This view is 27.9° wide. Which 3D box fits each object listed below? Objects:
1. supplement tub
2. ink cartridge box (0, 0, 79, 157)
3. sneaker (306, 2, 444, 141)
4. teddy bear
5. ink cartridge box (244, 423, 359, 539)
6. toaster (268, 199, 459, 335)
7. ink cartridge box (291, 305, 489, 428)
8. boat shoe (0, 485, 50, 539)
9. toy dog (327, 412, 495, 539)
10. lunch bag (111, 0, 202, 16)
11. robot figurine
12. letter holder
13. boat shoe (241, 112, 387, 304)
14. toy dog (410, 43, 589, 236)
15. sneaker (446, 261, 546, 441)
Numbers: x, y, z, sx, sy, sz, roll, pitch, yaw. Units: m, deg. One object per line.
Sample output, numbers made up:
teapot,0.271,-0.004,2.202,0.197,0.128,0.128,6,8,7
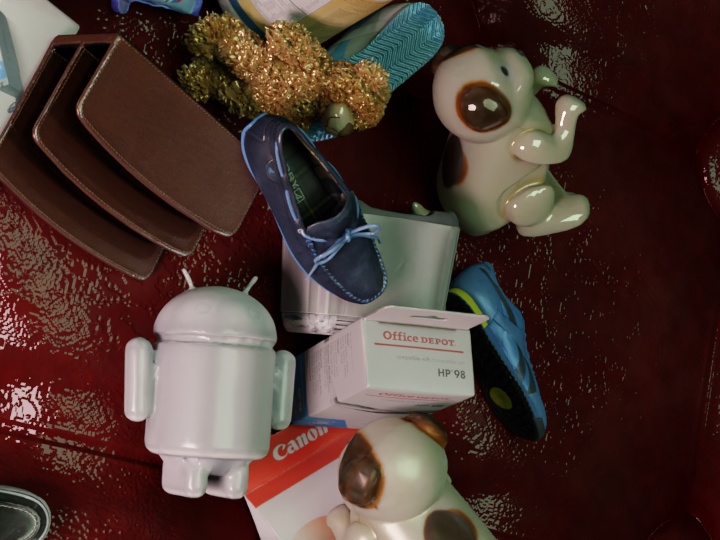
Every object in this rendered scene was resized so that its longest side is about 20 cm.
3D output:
supplement tub,-0.029,-0.297,1.327,0.144,0.199,0.146,18,62,-38
ink cartridge box,-0.357,-0.176,1.206,0.176,0.045,0.201,37,68,-28
sneaker,-0.011,-0.192,1.427,0.199,0.081,0.077,-34,108,-10
teddy bear,-0.073,-0.169,1.326,0.199,0.145,0.067,29,37,-14
ink cartridge box,-0.029,0.212,1.403,0.162,0.050,0.202,-27,105,-33
toaster,0.000,0.000,1.397,0.199,0.113,0.130,7,86,-32
ink cartridge box,0.026,0.094,1.341,0.115,0.200,0.067,6,70,-26
boat shoe,-0.340,0.215,1.179,0.198,0.068,0.074,4,85,-34
toy dog,0.045,0.231,1.313,0.139,0.194,0.201,-30,104,-20
lunch bag,-0.199,-0.332,1.310,0.150,0.094,0.202,13,94,-31
robot figurine,-0.134,0.102,1.299,0.169,0.113,0.202,9,83,-35
letter holder,-0.199,-0.087,1.250,0.200,0.100,0.143,41,67,-40
boat shoe,-0.038,-0.046,1.277,0.084,0.068,0.200,-48,115,-18
toy dog,0.129,-0.142,1.457,0.192,0.140,0.201,-15,136,1
sneaker,0.157,0.084,1.527,0.078,0.066,0.201,-38,108,-33
